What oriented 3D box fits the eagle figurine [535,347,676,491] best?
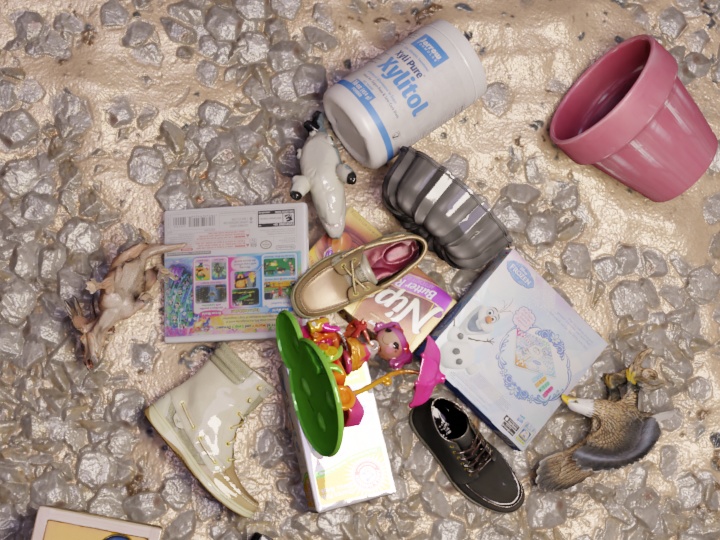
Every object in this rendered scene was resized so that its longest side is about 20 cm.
[{"bbox_3d":[0.334,0.218,1.695,0.150,0.152,0.200,7,57,28],"label":"eagle figurine"}]

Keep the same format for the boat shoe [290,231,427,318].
[{"bbox_3d":[0.000,0.000,1.647,0.200,0.066,0.074,-30,95,-18],"label":"boat shoe"}]

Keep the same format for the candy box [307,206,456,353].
[{"bbox_3d":[0.019,0.023,1.719,0.200,0.056,0.117,43,76,2],"label":"candy box"}]

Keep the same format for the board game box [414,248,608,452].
[{"bbox_3d":[0.210,0.109,1.723,0.200,0.043,0.199,44,77,-11],"label":"board game box"}]

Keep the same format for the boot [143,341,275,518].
[{"bbox_3d":[-0.167,0.210,1.644,0.155,0.072,0.200,-42,84,-7],"label":"boot"}]

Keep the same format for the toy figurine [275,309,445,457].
[{"bbox_3d":[0.011,0.119,1.580,0.184,0.150,0.200,-13,57,-24],"label":"toy figurine"}]

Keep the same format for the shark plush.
[{"bbox_3d":[-0.059,-0.138,1.709,0.091,0.083,0.200,-25,51,2],"label":"shark plush"}]

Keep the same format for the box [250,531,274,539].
[{"bbox_3d":[-0.129,0.452,1.596,0.122,0.106,0.200,30,77,-3],"label":"box"}]

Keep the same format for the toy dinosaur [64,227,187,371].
[{"bbox_3d":[-0.319,0.023,1.649,0.086,0.135,0.200,42,57,-12],"label":"toy dinosaur"}]

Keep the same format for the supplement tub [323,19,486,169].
[{"bbox_3d":[0.061,-0.245,1.734,0.200,0.132,0.132,-36,87,-12],"label":"supplement tub"}]

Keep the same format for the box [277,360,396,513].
[{"bbox_3d":[-0.033,0.212,1.654,0.112,0.101,0.201,-11,82,-10],"label":"box"}]

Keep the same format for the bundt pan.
[{"bbox_3d":[0.106,-0.073,1.681,0.202,0.202,0.076,42,85,0],"label":"bundt pan"}]

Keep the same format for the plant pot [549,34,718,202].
[{"bbox_3d":[0.397,-0.200,1.758,0.179,0.200,0.200,40,76,-16],"label":"plant pot"}]

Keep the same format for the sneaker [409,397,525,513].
[{"bbox_3d":[0.149,0.252,1.673,0.200,0.106,0.075,43,77,0],"label":"sneaker"}]

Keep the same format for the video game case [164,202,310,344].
[{"bbox_3d":[-0.168,0.004,1.682,0.199,0.024,0.183,-3,81,8],"label":"video game case"}]

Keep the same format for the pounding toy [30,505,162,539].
[{"bbox_3d":[-0.363,0.394,1.550,0.199,0.142,0.185,12,78,-7],"label":"pounding toy"}]
